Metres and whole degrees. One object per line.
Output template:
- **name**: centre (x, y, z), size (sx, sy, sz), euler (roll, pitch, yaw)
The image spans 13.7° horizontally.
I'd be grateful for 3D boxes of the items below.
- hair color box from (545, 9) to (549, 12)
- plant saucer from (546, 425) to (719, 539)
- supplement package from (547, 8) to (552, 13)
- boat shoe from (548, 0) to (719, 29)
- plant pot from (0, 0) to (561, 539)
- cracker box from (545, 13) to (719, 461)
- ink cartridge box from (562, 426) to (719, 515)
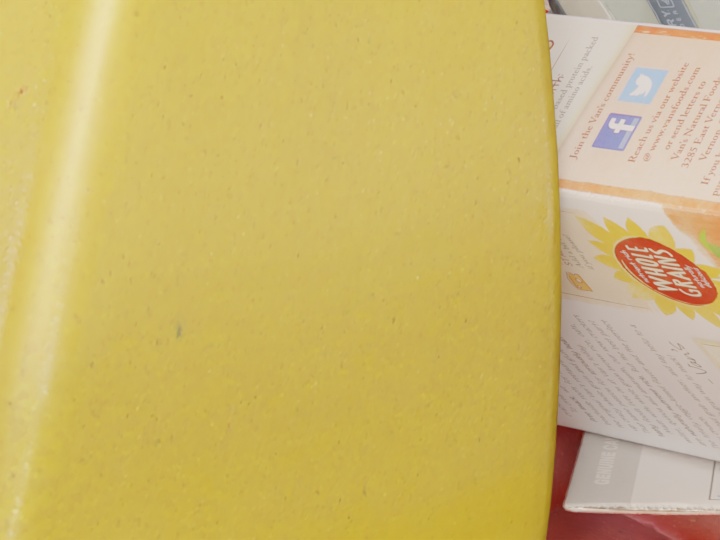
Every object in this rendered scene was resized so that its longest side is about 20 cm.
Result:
- **hair color box**: centre (-0.002, -0.085, 1.320), size (0.200, 0.111, 0.064), euler (25, 27, 22)
- **plant saucer**: centre (0.103, 0.104, 0.812), size (0.199, 0.037, 0.200), euler (26, 17, 22)
- **supplement package**: centre (0.149, -0.020, 1.117), size (0.121, 0.120, 0.200), euler (35, -8, 46)
- **boat shoe**: centre (0.091, -0.071, 0.999), size (0.070, 0.072, 0.201), euler (-4, 50, -19)
- **plant pot**: centre (-0.067, -0.031, 0.711), size (0.200, 0.177, 0.200), euler (30, 26, 35)
- **cracker box**: centre (0.068, -0.008, 0.802), size (0.200, 0.058, 0.134), euler (10, -28, 44)
- **ink cartridge box**: centre (0.158, 0.052, 0.890), size (0.176, 0.045, 0.200), euler (-3, 16, 11)
